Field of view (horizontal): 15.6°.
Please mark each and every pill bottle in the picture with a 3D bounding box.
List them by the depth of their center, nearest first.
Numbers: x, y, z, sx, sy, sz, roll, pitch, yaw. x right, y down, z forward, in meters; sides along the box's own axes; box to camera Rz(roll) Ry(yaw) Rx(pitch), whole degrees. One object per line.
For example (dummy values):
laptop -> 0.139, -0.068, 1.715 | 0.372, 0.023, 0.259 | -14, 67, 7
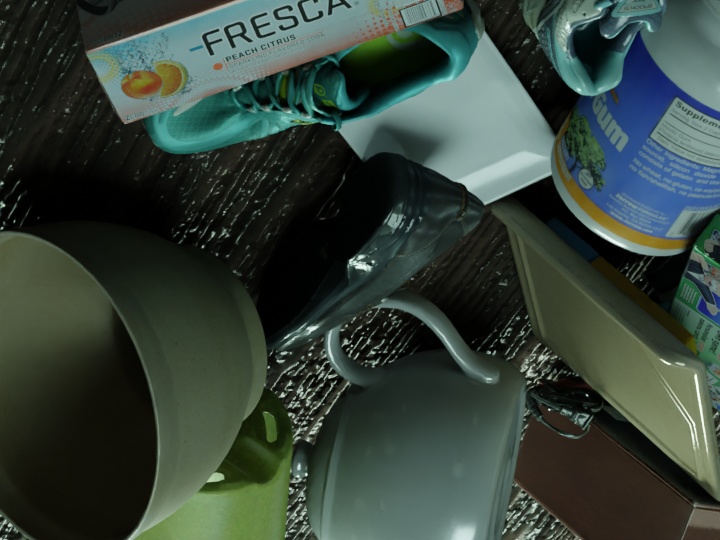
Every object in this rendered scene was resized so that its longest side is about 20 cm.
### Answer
pill bottle -> 0.198, -0.110, 1.523 | 0.112, 0.112, 0.200 | 3, 141, -24

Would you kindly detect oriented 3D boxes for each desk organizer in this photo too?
desk organizer -> 0.187, 0.152, 1.797 | 0.072, 0.200, 0.077 | 11, 106, -32

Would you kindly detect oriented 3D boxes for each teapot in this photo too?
teapot -> 0.026, 0.134, 1.762 | 0.146, 0.200, 0.197 | 12, 165, 8

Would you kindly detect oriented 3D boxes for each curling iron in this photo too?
curling iron -> 0.187, 0.084, 1.818 | 0.200, 0.050, 0.026 | -8, 132, -46

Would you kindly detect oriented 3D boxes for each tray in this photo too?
tray -> 0.044, -0.098, 1.559 | 0.107, 0.022, 0.200 | -23, 145, 13

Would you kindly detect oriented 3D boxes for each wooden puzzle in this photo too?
wooden puzzle -> 0.167, 0.045, 1.680 | 0.037, 0.185, 0.200 | -41, 148, -9

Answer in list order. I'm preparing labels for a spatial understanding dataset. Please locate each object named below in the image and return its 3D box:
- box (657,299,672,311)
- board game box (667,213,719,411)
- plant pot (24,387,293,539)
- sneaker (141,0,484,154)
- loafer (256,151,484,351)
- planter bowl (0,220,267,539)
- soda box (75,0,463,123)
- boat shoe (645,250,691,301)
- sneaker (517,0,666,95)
box -> 0.281, 0.019, 1.764 | 0.200, 0.049, 0.082 | -21, 172, 8
board game box -> 0.251, 0.051, 1.612 | 0.029, 0.134, 0.200 | -51, 168, -18
plant pot -> -0.124, 0.162, 1.733 | 0.200, 0.201, 0.184 | -1, 131, -20
sneaker -> -0.030, -0.111, 1.443 | 0.200, 0.080, 0.078 | -18, 116, 10
loafer -> 0.000, 0.000, 1.616 | 0.072, 0.073, 0.200 | 14, 149, -27
planter bowl -> -0.143, 0.058, 1.580 | 0.135, 0.200, 0.200 | -20, 156, -44
soda box -> -0.050, -0.151, 1.406 | 0.200, 0.068, 0.064 | -18, 140, 4
boat shoe -> 0.232, -0.053, 1.679 | 0.062, 0.073, 0.200 | 40, 139, 0
sneaker -> 0.149, -0.176, 1.433 | 0.077, 0.086, 0.200 | -4, 144, -17
